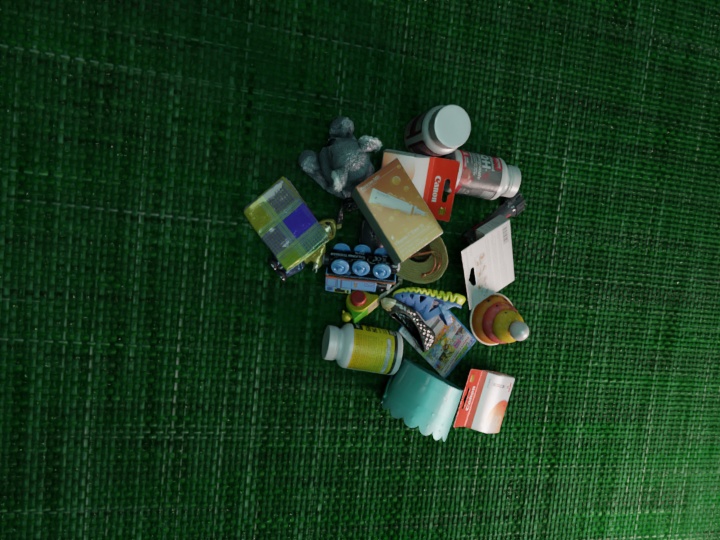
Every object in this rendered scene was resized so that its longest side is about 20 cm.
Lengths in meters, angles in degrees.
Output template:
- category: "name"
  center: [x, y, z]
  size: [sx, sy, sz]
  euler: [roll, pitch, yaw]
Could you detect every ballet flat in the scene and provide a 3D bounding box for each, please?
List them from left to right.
- category: "ballet flat"
  center: [0.126, 0.139, 1.395]
  size: [0.199, 0.066, 0.058]
  euler: [42, 61, -20]

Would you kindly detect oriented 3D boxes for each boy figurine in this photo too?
- category: "boy figurine"
  center: [-0.134, -0.055, 1.336]
  size: [0.198, 0.064, 0.126]
  euler: [-37, 97, -6]

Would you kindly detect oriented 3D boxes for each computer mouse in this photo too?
- category: "computer mouse"
  center: [0.006, -0.090, 1.340]
  size: [0.136, 0.046, 0.205]
  euler: [1, 122, -6]

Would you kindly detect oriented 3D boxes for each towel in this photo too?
- category: "towel"
  center: [-0.184, -0.115, 1.301]
  size: [0.142, 0.023, 0.202]
  euler: [-35, 80, -8]

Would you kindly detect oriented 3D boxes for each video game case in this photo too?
- category: "video game case"
  center: [0.213, 0.179, 1.473]
  size: [0.200, 0.018, 0.144]
  euler: [45, 83, -14]

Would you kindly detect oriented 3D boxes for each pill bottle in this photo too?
- category: "pill bottle"
  center: [0.003, 0.199, 1.371]
  size: [0.194, 0.112, 0.116]
  euler: [11, 93, -16]
- category: "pill bottle"
  center: [0.190, -0.343, 1.320]
  size: [0.111, 0.200, 0.118]
  euler: [-2, 96, -14]
- category: "pill bottle"
  center: [0.320, -0.250, 1.410]
  size: [0.194, 0.111, 0.114]
  euler: [7, 94, -15]

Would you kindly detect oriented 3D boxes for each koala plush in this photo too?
- category: "koala plush"
  center: [-0.029, -0.260, 1.271]
  size: [0.178, 0.200, 0.184]
  euler: [-45, 104, -6]

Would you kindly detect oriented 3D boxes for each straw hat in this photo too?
- category: "straw hat"
  center: [0.149, -0.071, 1.393]
  size: [0.204, 0.198, 0.085]
  euler: [57, 40, -12]

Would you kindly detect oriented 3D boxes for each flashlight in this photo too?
- category: "flashlight"
  center: [0.370, -0.130, 1.464]
  size: [0.198, 0.068, 0.069]
  euler: [-39, 99, -13]

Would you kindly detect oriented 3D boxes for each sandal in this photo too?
- category: "sandal"
  center: [0.178, 0.093, 1.407]
  size: [0.194, 0.080, 0.090]
  euler: [9, 86, 3]

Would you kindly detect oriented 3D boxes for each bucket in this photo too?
- category: "bucket"
  center: [0.161, 0.331, 1.384]
  size: [0.204, 0.207, 0.137]
  euler: [29, 87, -15]

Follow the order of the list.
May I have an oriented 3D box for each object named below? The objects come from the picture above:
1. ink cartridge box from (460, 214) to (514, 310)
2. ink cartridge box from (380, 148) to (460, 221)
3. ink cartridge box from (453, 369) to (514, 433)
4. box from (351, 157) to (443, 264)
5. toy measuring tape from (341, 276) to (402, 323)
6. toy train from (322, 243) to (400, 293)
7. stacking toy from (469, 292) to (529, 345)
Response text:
- category: "ink cartridge box"
  center: [0.333, -0.020, 1.422]
  size: [0.171, 0.043, 0.204]
  euler: [-30, 126, -18]
- category: "ink cartridge box"
  center: [0.142, -0.207, 1.345]
  size: [0.194, 0.050, 0.167]
  euler: [11, 115, 7]
- category: "ink cartridge box"
  center: [0.342, 0.358, 1.454]
  size: [0.198, 0.049, 0.167]
  euler: [17, 90, -51]
- category: "box"
  center: [0.083, -0.135, 1.247]
  size: [0.123, 0.097, 0.203]
  euler: [-34, 92, -7]
- category: "toy measuring tape"
  center: [0.022, 0.063, 1.393]
  size: [0.198, 0.073, 0.075]
  euler: [-38, 104, -21]
- category: "toy train"
  center: [0.000, 0.000, 1.331]
  size: [0.194, 0.088, 0.116]
  euler: [6, 134, 0]
- category: "stacking toy"
  center: [0.393, 0.145, 1.422]
  size: [0.142, 0.200, 0.151]
  euler: [-2, 96, -14]
